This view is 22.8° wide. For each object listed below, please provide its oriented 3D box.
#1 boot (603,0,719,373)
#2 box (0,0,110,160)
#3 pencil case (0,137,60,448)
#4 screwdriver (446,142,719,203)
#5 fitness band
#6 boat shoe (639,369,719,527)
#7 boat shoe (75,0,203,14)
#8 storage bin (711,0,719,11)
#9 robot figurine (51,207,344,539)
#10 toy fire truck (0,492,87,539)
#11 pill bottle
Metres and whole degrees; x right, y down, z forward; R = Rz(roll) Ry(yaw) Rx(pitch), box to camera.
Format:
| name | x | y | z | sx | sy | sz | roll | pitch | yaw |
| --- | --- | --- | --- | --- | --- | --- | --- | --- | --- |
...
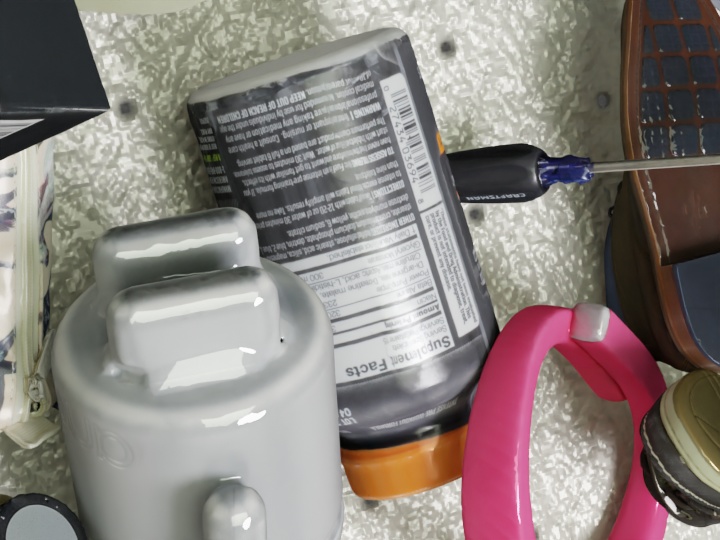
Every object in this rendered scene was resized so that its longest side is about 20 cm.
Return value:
| name | x | y | z | sx | sy | sz | roll | pitch | yaw |
| --- | --- | --- | --- | --- | --- | --- | --- | --- | --- |
| boot | 0.143 | -0.045 | 0.887 | 0.074 | 0.097 | 0.201 | -5 | 83 | -23 |
| box | -0.208 | -0.086 | 0.642 | 0.199 | 0.079 | 0.142 | -20 | 88 | 23 |
| pencil case | -0.158 | -0.030 | 0.728 | 0.078 | 0.089 | 0.201 | -35 | 132 | -62 |
| screwdriver | 0.122 | -0.045 | 0.828 | 0.028 | 0.199 | 0.029 | -58 | 141 | -44 |
| fitness band | 0.103 | 0.098 | 0.846 | 0.200 | 0.037 | 0.144 | 41 | 59 | -55 |
| boat shoe | 0.168 | 0.093 | 0.857 | 0.066 | 0.201 | 0.072 | -32 | 73 | 20 |
| boat shoe | -0.156 | -0.152 | 0.755 | 0.199 | 0.063 | 0.071 | 4 | 135 | -8 |
| storage bin | 0.300 | -0.166 | 0.922 | 0.200 | 0.145 | 0.135 | 31 | 71 | -22 |
| robot figurine | -0.065 | 0.072 | 0.744 | 0.112 | 0.170 | 0.201 | -8 | 127 | -7 |
| toy fire truck | -0.204 | 0.183 | 0.670 | 0.200 | 0.129 | 0.177 | 4 | 62 | -45 |
| pill bottle | 0.000 | 0.000 | 0.809 | 0.106 | 0.106 | 0.201 | -21 | 101 | -21 |
